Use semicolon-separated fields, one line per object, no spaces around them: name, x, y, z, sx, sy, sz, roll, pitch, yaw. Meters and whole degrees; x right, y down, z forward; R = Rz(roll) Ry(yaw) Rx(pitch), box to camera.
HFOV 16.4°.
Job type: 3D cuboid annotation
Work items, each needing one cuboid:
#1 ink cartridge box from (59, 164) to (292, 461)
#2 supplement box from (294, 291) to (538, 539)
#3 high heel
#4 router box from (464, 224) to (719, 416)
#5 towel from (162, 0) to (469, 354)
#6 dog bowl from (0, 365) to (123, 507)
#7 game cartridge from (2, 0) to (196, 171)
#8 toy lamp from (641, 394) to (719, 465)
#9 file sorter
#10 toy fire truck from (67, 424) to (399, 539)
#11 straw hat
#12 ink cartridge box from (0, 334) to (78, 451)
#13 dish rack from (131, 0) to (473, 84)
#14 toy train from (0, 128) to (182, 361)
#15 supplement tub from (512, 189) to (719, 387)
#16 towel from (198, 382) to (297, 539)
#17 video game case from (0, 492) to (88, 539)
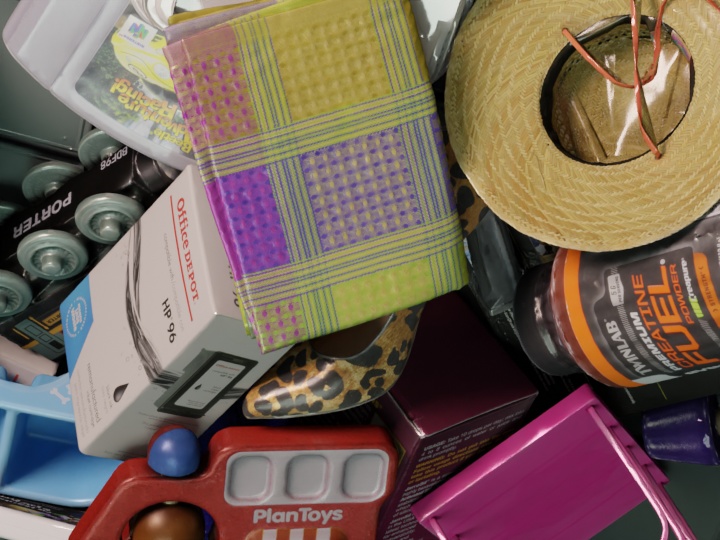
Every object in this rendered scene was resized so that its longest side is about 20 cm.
ink cartridge box;-0.101;0.019;1.528;0.068;0.116;0.200;15;137;-35
supplement box;0.014;0.112;1.657;0.103;0.131;0.200;-17;146;-34
high heel;0.000;0.000;1.508;0.200;0.071;0.143;-29;128;-12
router box;0.153;0.006;1.602;0.149;0.051;0.200;-14;127;22
towel;-0.022;-0.066;1.428;0.143;0.023;0.200;-17;104;-8
dog bowl;-0.233;0.103;1.670;0.199;0.050;0.112;12;134;-7
game cartridge;-0.108;-0.131;1.520;0.200;0.041;0.133;28;123;-16
toy lamp;0.287;0.095;1.661;0.199;0.058;0.058;-7;131;17
file sorter;0.149;0.190;1.643;0.139;0.126;0.200;-35;152;6
toy fire truck;-0.083;0.166;1.565;0.199;0.112;0.168;1;120;-11
straw hat;0.155;-0.102;1.473;0.201;0.202;0.085;-6;172;15
ink cartridge box;-0.276;0.061;1.721;0.200;0.068;0.117;26;132;-13
dish rack;-0.025;-0.185;1.438;0.199;0.044;0.172;14;121;-9
toy train;-0.175;-0.016;1.629;0.200;0.085;0.114;-30;134;29
supplement tub;0.187;0.010;1.481;0.200;0.107;0.107;-18;128;42
towel;-0.089;0.083;1.653;0.049;0.148;0.200;9;136;-18
video game case;-0.235;0.163;1.728;0.200;0.182;0.023;13;91;17
